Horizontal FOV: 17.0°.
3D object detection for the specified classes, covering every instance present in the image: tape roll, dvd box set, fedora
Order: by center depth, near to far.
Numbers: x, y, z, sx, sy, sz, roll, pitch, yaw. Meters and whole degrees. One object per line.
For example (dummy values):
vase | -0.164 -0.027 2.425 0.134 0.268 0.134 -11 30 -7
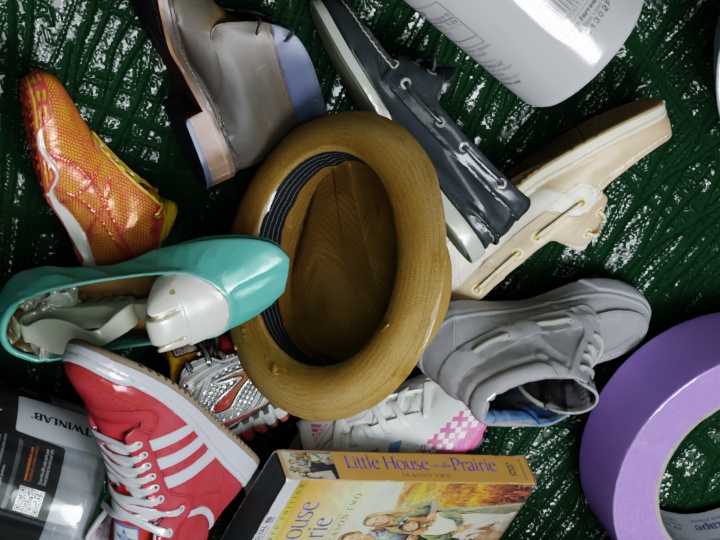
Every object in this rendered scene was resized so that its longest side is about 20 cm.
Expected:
fedora | 0.000 0.000 1.543 0.082 0.200 0.201 16 107 -49
dvd box set | 0.004 0.179 1.640 0.199 0.029 0.147 5 133 -32
tape roll | 0.257 0.131 1.698 0.199 0.066 0.201 -9 118 -16

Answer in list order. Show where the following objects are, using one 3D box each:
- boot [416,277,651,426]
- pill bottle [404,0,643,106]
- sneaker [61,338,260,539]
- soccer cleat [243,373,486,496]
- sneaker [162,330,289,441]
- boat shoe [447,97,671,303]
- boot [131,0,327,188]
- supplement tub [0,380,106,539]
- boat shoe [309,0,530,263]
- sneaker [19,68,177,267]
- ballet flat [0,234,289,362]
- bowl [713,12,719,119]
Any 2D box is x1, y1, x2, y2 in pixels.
boot | 0.134 0.064 1.621 0.199 0.096 0.074 -8 130 -33
pill bottle | 0.076 -0.206 1.539 0.200 0.114 0.114 38 97 -21
sneaker | -0.143 0.125 1.506 0.113 0.071 0.200 -59 143 -11
soccer cleat | 0.008 0.115 1.652 0.200 0.070 0.086 -38 127 4
sneaker | -0.087 0.070 1.618 0.200 0.078 0.082 -42 110 4
boat shoe | 0.130 -0.042 1.625 0.200 0.074 0.069 -32 99 10
boot | -0.088 -0.159 1.551 0.097 0.075 0.201 -23 122 -14
supplement tub | -0.275 0.123 1.572 0.199 0.123 0.123 19 104 -18
boat shoe | 0.042 -0.104 1.570 0.066 0.075 0.200 -33 83 -4
sneaker | -0.166 -0.050 1.569 0.077 0.073 0.201 -25 122 -2
ballet flat | -0.140 0.027 1.520 0.199 0.071 0.068 -8 124 17
bowl | 0.316 -0.146 1.615 0.200 0.105 0.202 -4 108 -11
